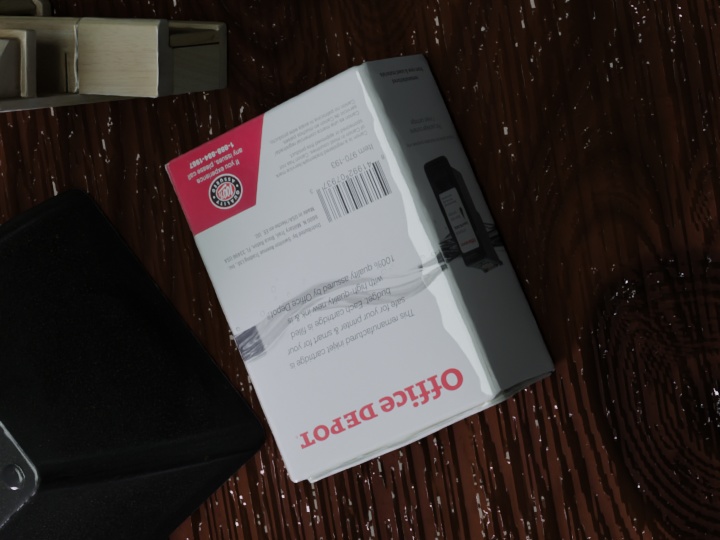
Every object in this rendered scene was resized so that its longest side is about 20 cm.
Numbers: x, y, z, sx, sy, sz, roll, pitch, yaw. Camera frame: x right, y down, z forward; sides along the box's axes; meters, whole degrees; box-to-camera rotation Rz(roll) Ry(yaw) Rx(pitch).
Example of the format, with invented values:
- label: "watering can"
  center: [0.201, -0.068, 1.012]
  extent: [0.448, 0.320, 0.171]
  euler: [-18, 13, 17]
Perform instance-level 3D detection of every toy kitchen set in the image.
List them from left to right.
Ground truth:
- label: "toy kitchen set"
  center: [-0.203, -0.185, 1.698]
  extent: [0.199, 0.163, 0.181]
  euler: [4, 99, 27]

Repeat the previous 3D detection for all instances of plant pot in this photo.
- label: "plant pot"
  center: [-0.215, 0.097, 1.738]
  extent: [0.199, 0.177, 0.200]
  euler: [-44, 77, 26]

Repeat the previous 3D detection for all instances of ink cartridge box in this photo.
- label: "ink cartridge box"
  center: [0.000, 0.000, 1.660]
  extent: [0.145, 0.083, 0.201]
  euler: [-24, 86, 28]
